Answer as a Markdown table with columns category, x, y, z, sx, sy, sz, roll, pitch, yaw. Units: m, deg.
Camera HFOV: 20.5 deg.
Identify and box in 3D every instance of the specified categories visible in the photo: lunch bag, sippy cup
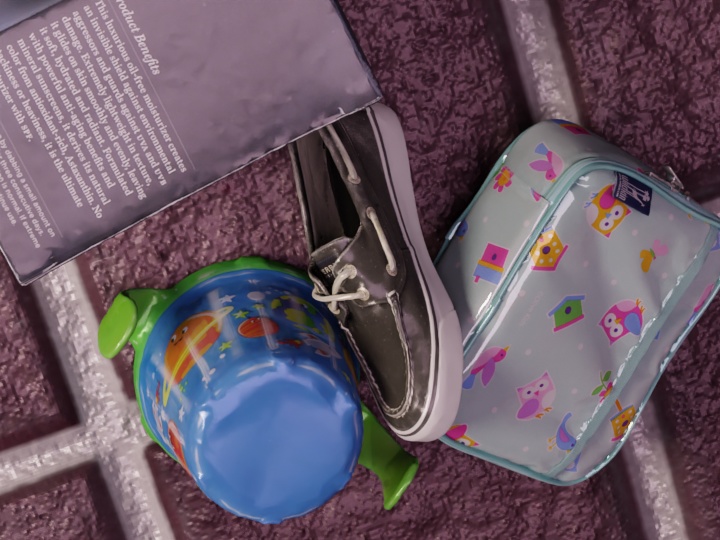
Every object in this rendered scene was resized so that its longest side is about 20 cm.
| category | x | y | z | sx | sy | sz | roll | pitch | yaw |
| --- | --- | --- | --- | --- | --- | --- | --- | --- | --- |
| lunch bag | 0.121 | 0.021 | 1.154 | 0.160 | 0.077 | 0.200 | 26 | 102 | -34 |
| sippy cup | -0.056 | 0.075 | 1.121 | 0.177 | 0.130 | 0.140 | -6 | 108 | -10 |

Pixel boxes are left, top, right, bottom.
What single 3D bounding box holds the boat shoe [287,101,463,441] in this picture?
| category | x | y | z | sx | sy | sz | roll | pitch | yaw |
| --- | --- | --- | --- | --- | --- | --- | --- | --- | --- |
| boat shoe | 0.000 | 0.000 | 1.101 | 0.063 | 0.071 | 0.201 | -1 | 69 | -41 |

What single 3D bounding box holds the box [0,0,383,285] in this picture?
| category | x | y | z | sx | sy | sz | roll | pitch | yaw |
| --- | --- | --- | --- | --- | --- | --- | --- | --- | --- |
| box | -0.116 | -0.112 | 1.018 | 0.198 | 0.200 | 0.124 | -27 | 109 | -4 |
